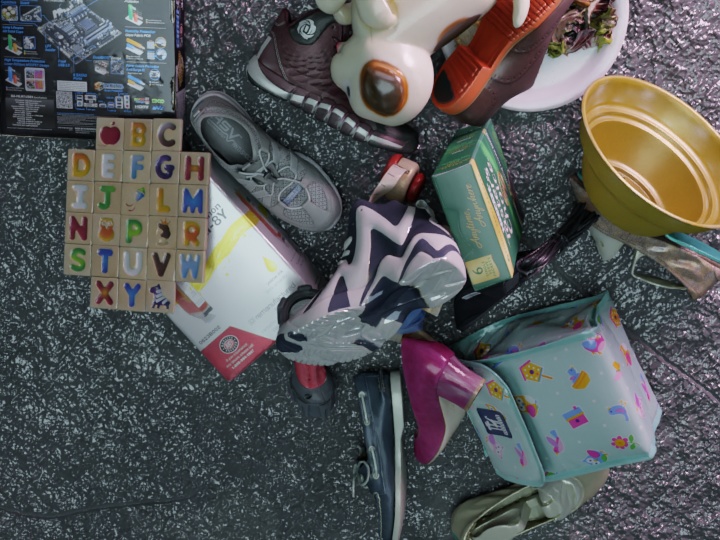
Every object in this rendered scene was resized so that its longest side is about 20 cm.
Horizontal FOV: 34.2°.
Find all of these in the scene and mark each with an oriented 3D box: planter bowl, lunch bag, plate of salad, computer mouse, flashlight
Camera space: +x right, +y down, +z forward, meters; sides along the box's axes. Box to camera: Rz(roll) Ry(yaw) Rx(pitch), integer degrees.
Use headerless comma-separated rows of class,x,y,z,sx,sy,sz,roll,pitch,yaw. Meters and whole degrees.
planter bowl,0.286,-0.097,1.185,0.199,0.201,0.084,32,133,-5
lunch bag,0.203,0.136,1.273,0.198,0.122,0.172,-19,108,26
plate of salad,0.176,-0.262,1.197,0.198,0.048,0.202,1,105,5
computer mouse,0.167,-0.012,1.235,0.140,0.200,0.046,-38,85,-28
flashlight,-0.050,0.095,1.246,0.067,0.068,0.201,14,147,11

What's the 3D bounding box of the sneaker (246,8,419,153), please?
sneaker,-0.012,-0.208,1.216,0.198,0.076,0.116,26,103,-2

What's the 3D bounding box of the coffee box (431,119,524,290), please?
coffee box,0.123,-0.071,1.175,0.044,0.200,0.124,-17,104,17

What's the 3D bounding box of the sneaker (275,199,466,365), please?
sneaker,0.000,0.000,1.132,0.198,0.130,0.079,-35,131,20

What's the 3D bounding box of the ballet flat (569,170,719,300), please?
ballet flat,0.294,-0.030,1.246,0.199,0.068,0.068,31,113,-3

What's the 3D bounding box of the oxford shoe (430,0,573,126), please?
oxford shoe,0.157,-0.229,1.164,0.072,0.072,0.200,26,117,-40

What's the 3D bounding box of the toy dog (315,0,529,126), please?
toy dog,0.048,-0.239,1.141,0.193,0.140,0.201,28,93,-1

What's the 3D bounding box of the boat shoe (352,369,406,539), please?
boat shoe,0.021,0.213,1.331,0.061,0.075,0.202,-1,104,3

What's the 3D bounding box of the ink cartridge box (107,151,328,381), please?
ink cartridge box,-0.154,-0.005,1.278,0.145,0.083,0.200,-40,99,13

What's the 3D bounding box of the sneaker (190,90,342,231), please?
sneaker,-0.107,-0.106,1.246,0.199,0.082,0.075,38,105,-6

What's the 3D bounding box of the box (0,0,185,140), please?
box,-0.286,-0.240,1.240,0.197,0.050,0.201,3,105,4

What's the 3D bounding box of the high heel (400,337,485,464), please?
high heel,0.067,0.144,1.281,0.095,0.201,0.068,33,62,8

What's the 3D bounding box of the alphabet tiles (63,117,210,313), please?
alphabet tiles,-0.236,-0.058,1.226,0.164,0.006,0.203,4,92,17

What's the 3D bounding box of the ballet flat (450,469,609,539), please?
ballet flat,0.196,0.271,1.338,0.199,0.070,0.070,-28,102,11

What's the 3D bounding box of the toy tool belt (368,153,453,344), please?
toy tool belt,0.057,-0.010,1.234,0.122,0.125,0.202,24,113,10
